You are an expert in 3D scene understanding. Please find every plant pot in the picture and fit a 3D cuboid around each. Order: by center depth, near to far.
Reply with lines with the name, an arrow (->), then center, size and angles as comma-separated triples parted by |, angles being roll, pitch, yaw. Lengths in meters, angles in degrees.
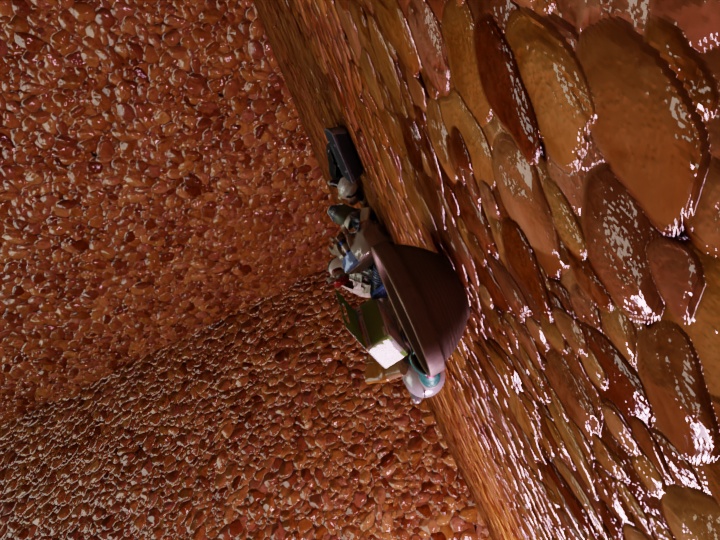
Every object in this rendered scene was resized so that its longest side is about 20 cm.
plant pot -> 0.095, 0.039, 0.767 | 0.201, 0.091, 0.204 | 90, 154, -85

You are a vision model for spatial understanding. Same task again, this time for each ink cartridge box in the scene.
ink cartridge box -> 0.027, 0.130, 1.345 | 0.200, 0.075, 0.149 | 49, -165, -40

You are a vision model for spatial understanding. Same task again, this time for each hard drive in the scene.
hard drive -> -0.042, -0.289, 1.308 | 0.200, 0.042, 0.137 | -119, 5, -72

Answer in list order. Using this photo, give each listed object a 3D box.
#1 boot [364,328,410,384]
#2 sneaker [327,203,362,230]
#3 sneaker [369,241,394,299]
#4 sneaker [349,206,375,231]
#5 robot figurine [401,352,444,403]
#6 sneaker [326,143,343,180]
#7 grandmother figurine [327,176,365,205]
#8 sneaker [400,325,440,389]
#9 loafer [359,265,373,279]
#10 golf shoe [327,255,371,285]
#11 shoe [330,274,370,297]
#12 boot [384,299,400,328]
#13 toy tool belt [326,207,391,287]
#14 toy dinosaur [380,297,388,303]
boot -> 0.082, 0.211, 1.453 | 0.071, 0.142, 0.203 | 44, -131, -27
sneaker -> -0.042, -0.169, 1.588 | 0.089, 0.068, 0.200 | 30, -169, 7
sneaker -> 0.062, 0.004, 1.301 | 0.201, 0.069, 0.079 | 120, 137, -61
sneaker -> 0.017, -0.114, 1.494 | 0.200, 0.074, 0.116 | 162, 87, -86
robot figurine -> 0.164, 0.272, 1.454 | 0.200, 0.110, 0.174 | -123, 41, -76
sneaker -> -0.058, -0.289, 1.526 | 0.201, 0.059, 0.106 | 73, 176, -57
grandmother figurine -> -0.037, -0.226, 1.488 | 0.200, 0.119, 0.062 | -177, 104, -87
sneaker -> 0.148, 0.185, 1.320 | 0.121, 0.082, 0.203 | 80, 171, -67
loafer -> 0.054, -0.005, 1.410 | 0.199, 0.071, 0.064 | 36, 145, 33
golf shoe -> 0.000, 0.000, 1.490 | 0.088, 0.195, 0.079 | -68, -19, -68
shoe -> -0.019, 0.038, 1.596 | 0.198, 0.053, 0.072 | 16, 102, 51
boot -> 0.109, 0.179, 1.559 | 0.154, 0.071, 0.204 | -18, -94, -59
toy tool belt -> -0.021, -0.060, 1.365 | 0.124, 0.199, 0.125 | -2, -120, -52
toy dinosaur -> 0.069, 0.108, 1.634 | 0.058, 0.102, 0.201 | 33, 167, 21
